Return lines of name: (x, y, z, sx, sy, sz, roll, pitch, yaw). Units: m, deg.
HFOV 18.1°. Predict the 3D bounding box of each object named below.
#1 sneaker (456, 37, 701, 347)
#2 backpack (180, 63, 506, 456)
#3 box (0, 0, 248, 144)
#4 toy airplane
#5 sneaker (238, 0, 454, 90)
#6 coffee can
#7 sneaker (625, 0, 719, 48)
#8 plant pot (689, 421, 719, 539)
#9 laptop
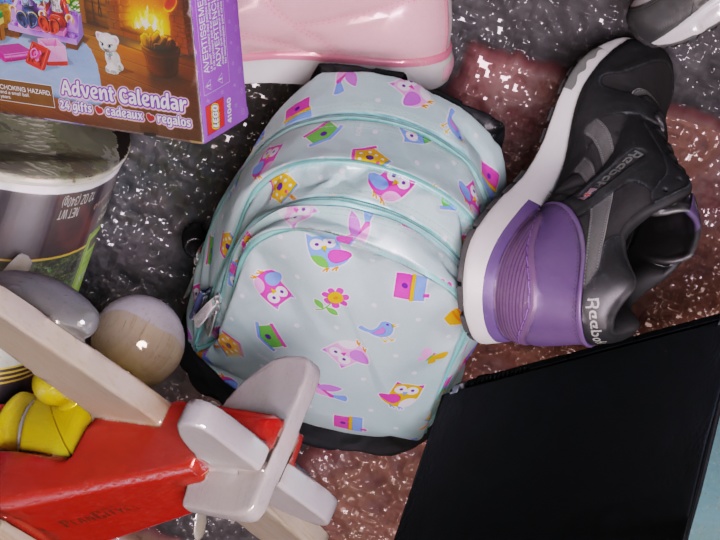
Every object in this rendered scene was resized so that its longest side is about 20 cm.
sneaker: (0.124, -0.032, 1.039, 0.087, 0.200, 0.076, 7, 134, 27)
backpack: (0.000, 0.000, 1.081, 0.166, 0.127, 0.200, 13, 141, -7)
box: (-0.146, -0.135, 0.965, 0.199, 0.039, 0.137, 10, 117, 28)
toy airplane: (-0.100, 0.068, 1.031, 0.198, 0.141, 0.200, 9, 144, -5)
sneaker: (-0.052, -0.143, 1.068, 0.200, 0.075, 0.105, 1, 120, -4)
coffee can: (-0.211, 0.002, 1.112, 0.146, 0.146, 0.200, 20, 116, -5)
sneaker: (0.187, -0.188, 1.037, 0.080, 0.074, 0.200, 40, 106, -6)
plant pot: (0.162, 0.170, 1.171, 0.199, 0.135, 0.201, 2, 116, 4)
laptop: (0.126, 0.082, 1.009, 0.177, 0.200, 0.104, -17, 78, 44)
